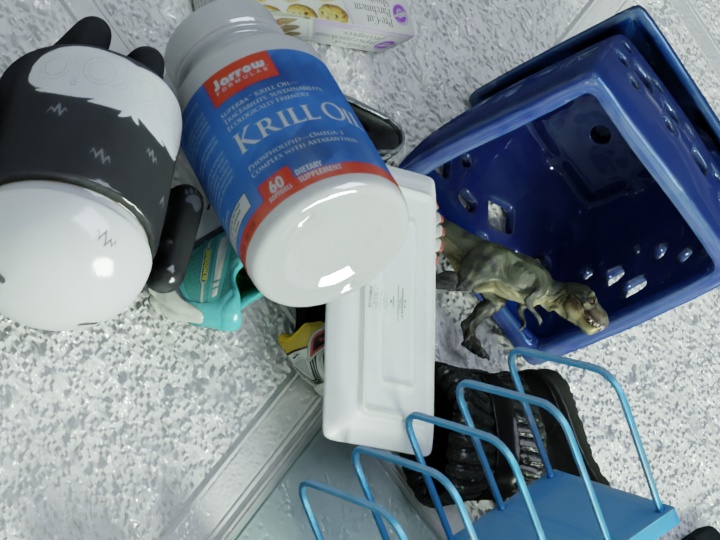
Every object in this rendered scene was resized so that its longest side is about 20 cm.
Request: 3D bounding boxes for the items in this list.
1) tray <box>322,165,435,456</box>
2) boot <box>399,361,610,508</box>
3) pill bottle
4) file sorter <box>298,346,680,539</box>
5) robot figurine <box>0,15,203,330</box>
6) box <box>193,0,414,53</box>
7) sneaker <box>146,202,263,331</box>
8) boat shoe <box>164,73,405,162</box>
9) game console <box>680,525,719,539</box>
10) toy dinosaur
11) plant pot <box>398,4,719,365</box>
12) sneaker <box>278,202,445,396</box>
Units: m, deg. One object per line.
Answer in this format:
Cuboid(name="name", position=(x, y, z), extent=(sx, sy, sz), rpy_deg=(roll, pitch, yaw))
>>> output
Cuboid(name="tray", position=(0.020, 0.022, 1.580), extent=(0.107, 0.022, 0.201), rpy_deg=(13, 72, -43))
Cuboid(name="boot", position=(0.112, 0.165, 1.671), extent=(0.158, 0.079, 0.212), rpy_deg=(2, 59, -54))
Cuboid(name="pill bottle", position=(-0.056, -0.083, 1.496), extent=(0.112, 0.112, 0.200), rpy_deg=(13, 36, -44))
Cuboid(name="file sorter", position=(0.079, 0.153, 1.525), extent=(0.200, 0.139, 0.123), rpy_deg=(-31, 111, -25))
Cuboid(name="robot figurine", position=(-0.180, -0.058, 1.432), extent=(0.125, 0.150, 0.201), rpy_deg=(85, 11, -56))
Cuboid(name="box", position=(-0.042, -0.197, 1.714), extent=(0.200, 0.039, 0.042), rpy_deg=(5, 69, -47))
Cuboid(name="sneaker", position=(-0.062, -0.018, 1.559), extent=(0.200, 0.079, 0.078), rpy_deg=(-46, 147, -42))
Cuboid(name="boat shoe", position=(-0.051, -0.109, 1.637), extent=(0.200, 0.068, 0.072), rpy_deg=(19, 58, -41))
Cuboid(name="game console", position=(0.296, 0.294, 1.784), extent=(0.200, 0.118, 0.171), rpy_deg=(-23, 89, -51))
Cuboid(name="toy dinosaur", position=(0.085, 0.009, 1.722), extent=(0.200, 0.047, 0.088), rpy_deg=(32, 86, 1))
Cuboid(name="plant pot", position=(0.177, -0.077, 1.781), extent=(0.200, 0.200, 0.180), rpy_deg=(53, 34, -15))
Cuboid(name="sneaker", position=(0.000, 0.000, 1.634), extent=(0.082, 0.078, 0.200), rpy_deg=(41, 45, -25))
